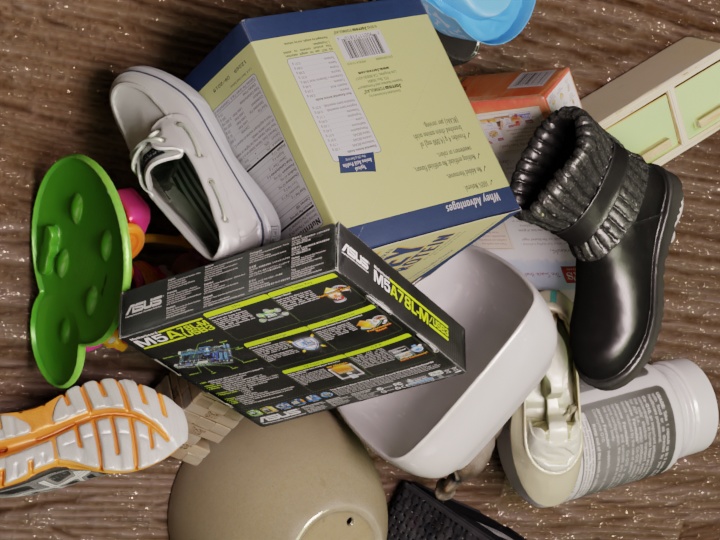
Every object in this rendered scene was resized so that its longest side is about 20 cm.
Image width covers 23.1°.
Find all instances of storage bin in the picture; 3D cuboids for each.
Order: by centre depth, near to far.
[{"bbox_3d":[0.111,0.283,1.630,0.135,0.200,0.094,27,91,-33],"label":"storage bin"}]

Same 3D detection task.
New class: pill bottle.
[{"bbox_3d":[0.243,0.153,1.722,0.198,0.114,0.115,-11,110,-27],"label":"pill bottle"}]

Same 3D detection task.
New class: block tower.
[{"bbox_3d":[-0.107,0.081,1.480,0.058,0.054,0.200,25,119,-35],"label":"block tower"}]

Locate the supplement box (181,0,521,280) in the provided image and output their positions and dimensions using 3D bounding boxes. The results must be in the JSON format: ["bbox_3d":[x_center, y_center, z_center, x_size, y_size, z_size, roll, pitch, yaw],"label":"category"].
[{"bbox_3d":[-0.016,-0.091,1.411,0.199,0.134,0.201,-15,76,-42],"label":"supplement box"}]

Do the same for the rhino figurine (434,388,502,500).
[{"bbox_3d":[0.112,0.110,1.630,0.059,0.087,0.201,28,62,-7],"label":"rhino figurine"}]

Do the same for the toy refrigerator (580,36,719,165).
[{"bbox_3d":[0.267,-0.141,1.679,0.199,0.070,0.076,-31,117,-20],"label":"toy refrigerator"}]

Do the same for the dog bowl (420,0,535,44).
[{"bbox_3d":[0.067,-0.272,1.463,0.200,0.049,0.112,46,63,-30],"label":"dog bowl"}]

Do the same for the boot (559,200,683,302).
[{"bbox_3d":[0.261,-0.041,1.651,0.090,0.200,0.073,-20,75,-32],"label":"boot"}]

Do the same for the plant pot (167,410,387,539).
[{"bbox_3d":[-0.053,0.226,1.558,0.199,0.134,0.202,-8,108,-28],"label":"plant pot"}]

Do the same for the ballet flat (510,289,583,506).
[{"bbox_3d":[0.171,0.119,1.590,0.069,0.069,0.202,-6,97,-29],"label":"ballet flat"}]

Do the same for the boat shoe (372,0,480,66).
[{"bbox_3d":[0.047,-0.251,1.523,0.074,0.063,0.202,-48,124,-16],"label":"boat shoe"}]

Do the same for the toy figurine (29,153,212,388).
[{"bbox_3d":[-0.160,-0.002,1.447,0.183,0.150,0.201,-6,127,-38],"label":"toy figurine"}]

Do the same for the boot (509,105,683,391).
[{"bbox_3d":[0.187,-0.017,1.483,0.157,0.079,0.213,22,75,-45],"label":"boot"}]

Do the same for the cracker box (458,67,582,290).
[{"bbox_3d":[0.149,-0.078,1.585,0.058,0.133,0.201,-47,126,-41],"label":"cracker box"}]

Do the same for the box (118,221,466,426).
[{"bbox_3d":[-0.049,0.047,1.340,0.193,0.199,0.048,40,42,-46],"label":"box"}]

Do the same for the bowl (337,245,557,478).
[{"bbox_3d":[0.083,0.085,1.551,0.075,0.200,0.200,40,90,-26],"label":"bowl"}]

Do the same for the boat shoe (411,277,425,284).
[{"bbox_3d":[0.001,0.001,1.564,0.200,0.066,0.072,-28,117,-21],"label":"boat shoe"}]

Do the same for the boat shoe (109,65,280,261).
[{"bbox_3d":[-0.139,-0.085,1.340,0.067,0.200,0.074,-10,138,-50],"label":"boat shoe"}]

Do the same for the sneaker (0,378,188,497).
[{"bbox_3d":[-0.240,0.142,1.442,0.198,0.077,0.079,-7,69,-12],"label":"sneaker"}]
